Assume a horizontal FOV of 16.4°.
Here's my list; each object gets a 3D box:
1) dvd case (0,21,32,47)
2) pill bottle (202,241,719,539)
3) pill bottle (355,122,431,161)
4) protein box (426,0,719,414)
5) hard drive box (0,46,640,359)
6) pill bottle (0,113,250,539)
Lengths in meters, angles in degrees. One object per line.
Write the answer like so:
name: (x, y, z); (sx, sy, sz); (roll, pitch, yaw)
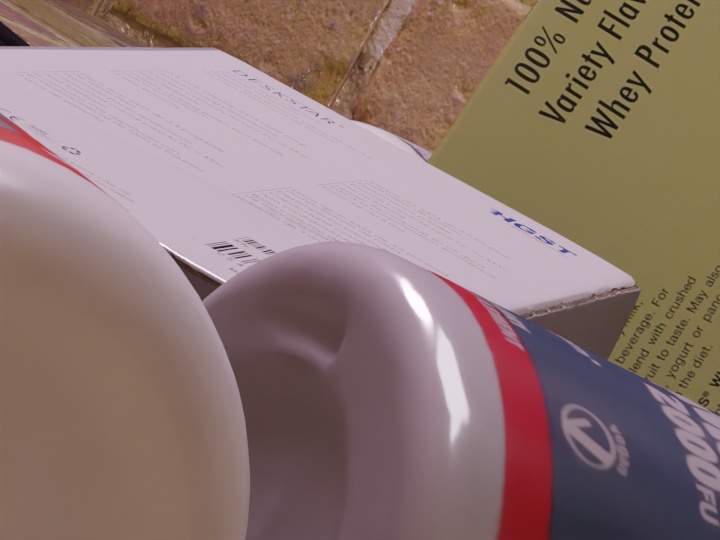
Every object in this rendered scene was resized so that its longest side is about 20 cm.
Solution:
dvd case: (-0.245, -0.146, 1.068); (0.143, 0.018, 0.200); (12, -21, 43)
pill bottle: (0.050, 0.084, 0.478); (0.200, 0.120, 0.120); (26, 5, -32)
pill bottle: (0.000, 0.000, 1.039); (0.114, 0.114, 0.200); (30, 5, 23)
protein box: (0.121, 0.028, 0.790); (0.200, 0.199, 0.135); (27, -13, 30)
hard drive box: (-0.037, 0.007, 0.644); (0.156, 0.077, 0.200); (30, 16, 20)
pill bottle: (-0.109, 0.006, 0.390); (0.116, 0.116, 0.200); (25, 6, -36)
